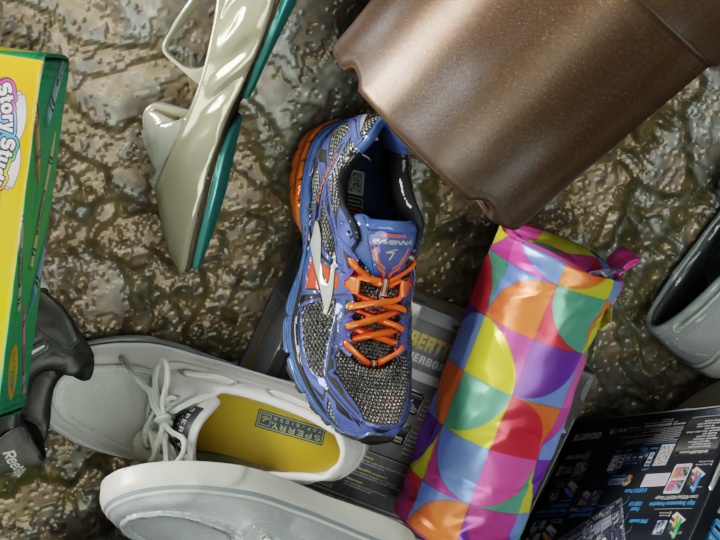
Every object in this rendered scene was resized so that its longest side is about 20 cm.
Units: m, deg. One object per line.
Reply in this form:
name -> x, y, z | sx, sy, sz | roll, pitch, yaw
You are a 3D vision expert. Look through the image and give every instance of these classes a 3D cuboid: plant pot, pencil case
plant pot -> 0.103, -0.143, 1.563 | 0.200, 0.200, 0.198 | 41, 101, -23
pencil case -> 0.090, 0.071, 1.623 | 0.088, 0.088, 0.201 | 19, 101, -20

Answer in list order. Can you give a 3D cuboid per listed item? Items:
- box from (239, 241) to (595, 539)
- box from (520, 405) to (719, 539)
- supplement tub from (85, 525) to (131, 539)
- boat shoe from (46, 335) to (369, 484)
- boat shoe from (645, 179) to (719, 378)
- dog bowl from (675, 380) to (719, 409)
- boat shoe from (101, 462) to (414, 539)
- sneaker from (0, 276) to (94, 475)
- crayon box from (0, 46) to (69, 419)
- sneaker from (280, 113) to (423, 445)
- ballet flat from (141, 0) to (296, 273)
box -> 0.020, 0.093, 1.679 | 0.199, 0.048, 0.159 | 21, 99, -20
box -> 0.160, 0.161, 1.634 | 0.046, 0.200, 0.160 | 33, 70, -19
supplement tub -> -0.146, 0.239, 1.637 | 0.122, 0.123, 0.200 | 34, 95, -22
boat shoe -> -0.098, 0.088, 1.589 | 0.201, 0.086, 0.075 | 14, 97, 8
boat shoe -> 0.247, -0.029, 1.693 | 0.071, 0.070, 0.201 | 29, 100, -25
dog bowl -> 0.221, 0.165, 1.676 | 0.079, 0.200, 0.201 | 35, 95, -19
boat shoe -> -0.053, 0.161, 1.551 | 0.200, 0.072, 0.070 | 19, 145, -28
sneaker -> -0.228, 0.094, 1.584 | 0.090, 0.066, 0.200 | 42, 91, 14
crayon box -> -0.234, -0.027, 1.524 | 0.118, 0.058, 0.201 | 9, 94, 8
sneaker -> 0.000, 0.000, 1.577 | 0.075, 0.078, 0.201 | 3, 71, -27
ballet flat -> -0.089, -0.100, 1.587 | 0.069, 0.069, 0.201 | 18, 99, -20
